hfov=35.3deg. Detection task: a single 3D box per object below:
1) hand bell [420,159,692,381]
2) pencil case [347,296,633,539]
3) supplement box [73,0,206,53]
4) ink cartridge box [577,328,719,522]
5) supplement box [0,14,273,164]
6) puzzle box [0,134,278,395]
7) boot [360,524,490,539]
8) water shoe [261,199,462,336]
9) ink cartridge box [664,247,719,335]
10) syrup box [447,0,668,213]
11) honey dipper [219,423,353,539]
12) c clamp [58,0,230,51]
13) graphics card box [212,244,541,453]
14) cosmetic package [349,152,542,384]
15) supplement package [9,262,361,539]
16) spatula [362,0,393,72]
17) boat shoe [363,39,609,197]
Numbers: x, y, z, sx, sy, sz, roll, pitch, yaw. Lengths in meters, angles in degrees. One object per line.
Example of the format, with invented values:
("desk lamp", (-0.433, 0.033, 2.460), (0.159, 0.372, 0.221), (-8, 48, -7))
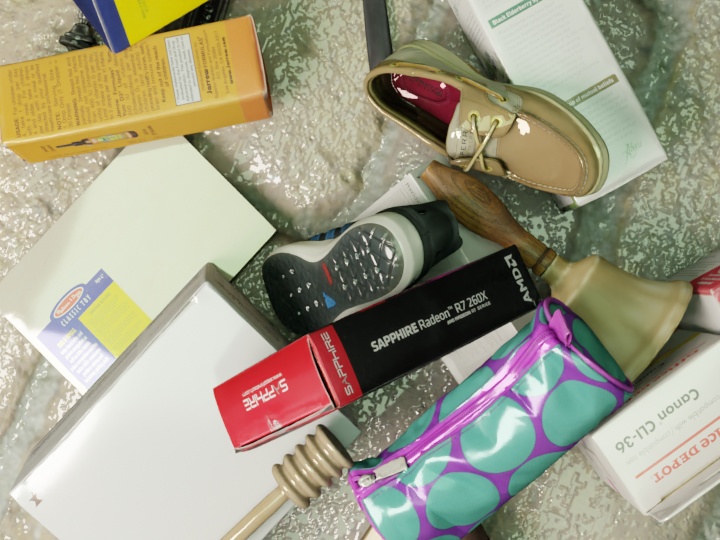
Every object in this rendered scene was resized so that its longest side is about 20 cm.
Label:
("hand bell", (0.125, -0.012, 0.803), (0.199, 0.104, 0.105), (39, 90, 1))
("pencil case", (0.082, 0.109, 0.754), (0.200, 0.092, 0.086), (-43, 45, 17))
("supplement box", (-0.132, -0.270, 0.811), (0.199, 0.110, 0.109), (-34, 63, -14))
("ink cartridge box", (0.214, 0.102, 0.793), (0.116, 0.200, 0.068), (-37, 89, 0))
("supplement box", (-0.168, -0.133, 0.843), (0.197, 0.067, 0.070), (-13, 82, -2))
("puzzle box", (-0.178, -0.005, 0.885), (0.133, 0.025, 0.200), (44, 90, 1))
("boot", (0.088, 0.220, 0.856), (0.165, 0.072, 0.201), (34, 99, 3))
("water shoe", (0.000, 0.000, 0.823), (0.078, 0.199, 0.073), (-22, 93, -33))
("ink cartridge box", (0.334, -0.004, 0.820), (0.198, 0.148, 0.086), (-30, 89, 1))
("syrup box", (0.145, -0.151, 0.858), (0.081, 0.079, 0.202), (-27, 89, -1))
("honey dipper", (-0.088, 0.185, 0.766), (0.200, 0.038, 0.038), (-43, 89, 0))
("c clamp", (-0.181, -0.237, 0.893), (0.168, 0.027, 0.204), (11, 88, -4))
("graphics card box", (0.013, 0.050, 0.745), (0.198, 0.125, 0.052), (-20, 83, -39))
("cosmetic package", (0.083, 0.020, 0.852), (0.050, 0.082, 0.201), (-33, 89, -42))
("supplement package", (-0.125, 0.125, 0.827), (0.156, 0.111, 0.200), (44, 90, -10))
("spatula", (0.006, -0.241, 0.889), (0.056, 0.021, 0.204), (-8, 91, 13))
("boat shoe", (0.084, -0.101, 0.814), (0.199, 0.066, 0.075), (31, 132, 33))
